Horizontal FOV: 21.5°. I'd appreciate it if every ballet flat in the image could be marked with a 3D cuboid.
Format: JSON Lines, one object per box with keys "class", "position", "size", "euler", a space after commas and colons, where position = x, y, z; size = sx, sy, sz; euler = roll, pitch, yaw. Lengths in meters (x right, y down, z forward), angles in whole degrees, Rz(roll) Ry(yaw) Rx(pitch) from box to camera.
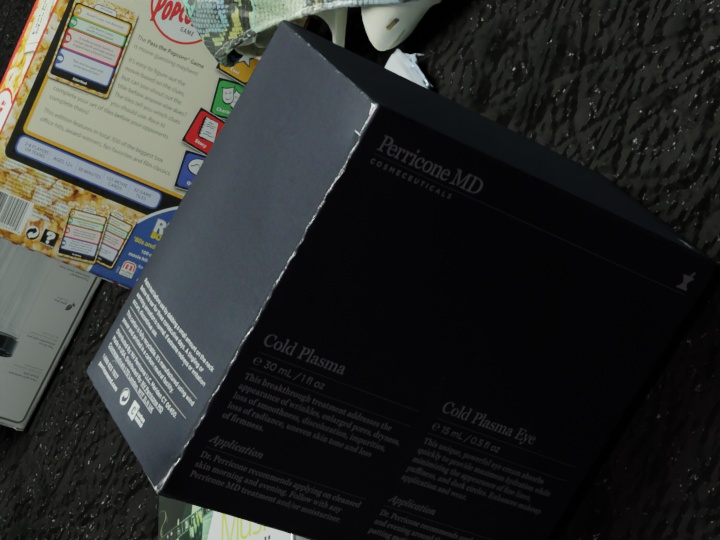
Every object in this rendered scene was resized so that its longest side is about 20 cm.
{"class": "ballet flat", "position": [-0.007, -0.153, 1.072], "size": [0.200, 0.074, 0.074], "euler": [-5, 66, 33]}

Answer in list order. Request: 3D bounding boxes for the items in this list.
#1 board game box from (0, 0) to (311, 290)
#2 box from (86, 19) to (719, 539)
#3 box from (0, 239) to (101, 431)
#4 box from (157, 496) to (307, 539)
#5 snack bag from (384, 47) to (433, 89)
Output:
{"class": "board game box", "position": [-0.138, -0.096, 1.145], "size": [0.200, 0.151, 0.046], "euler": [-65, 25, 3]}
{"class": "box", "position": [0.018, 0.021, 0.827], "size": [0.182, 0.200, 0.104], "euler": [-59, 35, 12]}
{"class": "box", "position": [-0.238, -0.004, 1.266], "size": [0.200, 0.117, 0.060], "euler": [-63, 35, 9]}
{"class": "box", "position": [-0.060, 0.128, 0.996], "size": [0.144, 0.036, 0.200], "euler": [-29, 53, 50]}
{"class": "snack bag", "position": [0.000, 0.000, 1.021], "size": [0.200, 0.021, 0.189], "euler": [-54, 36, 20]}
